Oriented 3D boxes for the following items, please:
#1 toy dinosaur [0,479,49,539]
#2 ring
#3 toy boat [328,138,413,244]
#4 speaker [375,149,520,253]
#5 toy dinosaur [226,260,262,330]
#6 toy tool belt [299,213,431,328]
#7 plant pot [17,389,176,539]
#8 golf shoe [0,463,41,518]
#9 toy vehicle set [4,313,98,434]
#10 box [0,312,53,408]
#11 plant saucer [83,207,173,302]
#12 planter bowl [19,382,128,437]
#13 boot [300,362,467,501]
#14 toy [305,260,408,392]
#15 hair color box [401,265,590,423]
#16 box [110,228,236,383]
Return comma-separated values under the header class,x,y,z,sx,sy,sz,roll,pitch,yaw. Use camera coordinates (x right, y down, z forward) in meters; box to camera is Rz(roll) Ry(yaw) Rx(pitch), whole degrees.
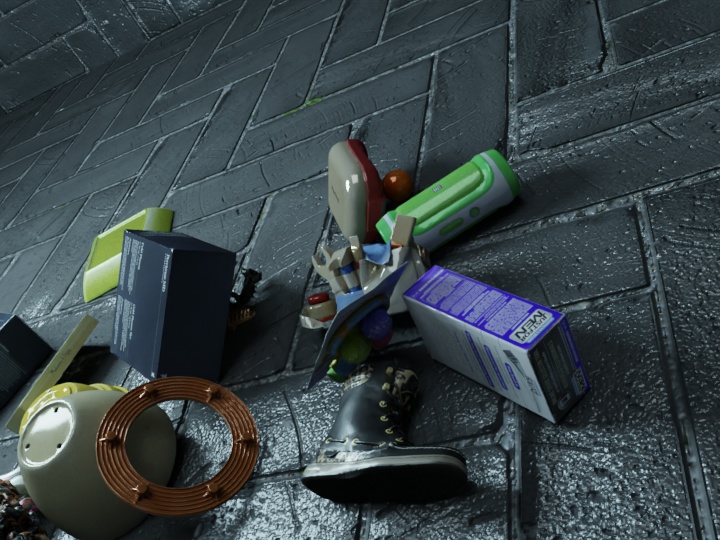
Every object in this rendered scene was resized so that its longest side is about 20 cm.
class,x,y,z,sx,sy,sz,roll,pitch,yaw
toy dinosaur,-0.422,0.342,0.921,0.200,0.136,0.102,30,90,21
ring,-0.225,0.211,0.941,0.200,0.019,0.201,8,43,-8
toy boat,0.021,-0.133,1.209,0.130,0.131,0.200,-6,32,-13
speaker,0.124,-0.088,1.073,0.200,0.089,0.088,-33,34,2
toy dinosaur,-0.217,0.052,1.201,0.200,0.102,0.136,17,81,33
toy tool belt,0.000,0.000,1.020,0.200,0.123,0.125,-13,5,30
plant pot,-0.364,0.239,0.989,0.200,0.135,0.201,-15,53,20
golf shoe,-0.551,0.343,1.100,0.200,0.073,0.092,-22,55,8
toy vehicle set,-0.529,0.177,1.296,0.124,0.026,0.200,-39,21,47
box,-0.712,0.183,1.418,0.148,0.107,0.200,3,49,43
plant saucer,-0.494,-0.049,1.577,0.200,0.048,0.200,-27,34,10
planter bowl,-0.456,0.235,1.159,0.200,0.084,0.201,-22,35,16
boot,0.036,0.174,0.832,0.200,0.073,0.151,-18,36,36
toy,0.003,0.083,0.901,0.115,0.047,0.200,-36,-15,-33
hair color box,0.144,0.075,0.828,0.065,0.109,0.200,-39,34,-18
box,-0.286,0.052,1.136,0.182,0.104,0.201,19,102,51
